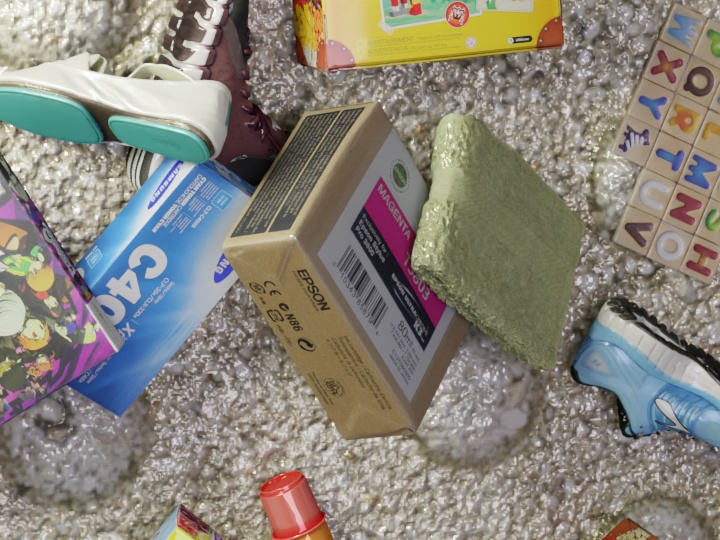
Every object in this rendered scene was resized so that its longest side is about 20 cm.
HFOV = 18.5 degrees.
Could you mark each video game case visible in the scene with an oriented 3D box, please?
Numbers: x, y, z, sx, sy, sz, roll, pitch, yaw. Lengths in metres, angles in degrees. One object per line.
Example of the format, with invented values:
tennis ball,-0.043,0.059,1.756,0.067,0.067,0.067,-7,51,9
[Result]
video game case,-0.303,0.032,1.610,0.199,0.036,0.182,-31,98,7

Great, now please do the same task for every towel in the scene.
towel,0.109,-0.019,1.722,0.200,0.036,0.149,38,57,-44

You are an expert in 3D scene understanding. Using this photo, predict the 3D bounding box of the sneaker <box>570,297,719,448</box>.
sneaker,0.256,0.107,1.838,0.200,0.078,0.090,36,106,-16

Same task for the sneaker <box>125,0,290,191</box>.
sneaker,-0.094,-0.141,1.678,0.115,0.076,0.201,17,104,-25

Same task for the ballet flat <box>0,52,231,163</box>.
ballet flat,-0.181,-0.126,1.621,0.199,0.069,0.070,12,97,22

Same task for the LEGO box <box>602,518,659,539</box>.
LEGO box,0.241,0.335,1.847,0.149,0.077,0.200,-41,109,-6

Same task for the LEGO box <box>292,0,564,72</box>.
LEGO box,0.050,-0.238,1.697,0.199,0.077,0.150,-7,101,-16

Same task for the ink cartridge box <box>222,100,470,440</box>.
ink cartridge box,0.000,0.000,1.662,0.200,0.075,0.165,58,43,-29

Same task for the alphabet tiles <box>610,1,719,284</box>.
alphabet tiles,0.289,-0.098,1.836,0.167,0.008,0.201,22,91,-20

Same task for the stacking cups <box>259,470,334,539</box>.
stacking cups,-0.026,0.256,1.773,0.060,0.060,0.201,-22,101,-13

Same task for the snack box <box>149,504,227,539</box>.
snack box,-0.116,0.311,1.715,0.200,0.068,0.169,40,97,-9

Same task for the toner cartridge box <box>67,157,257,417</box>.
toner cartridge box,-0.157,0.007,1.659,0.095,0.043,0.200,34,101,-35
